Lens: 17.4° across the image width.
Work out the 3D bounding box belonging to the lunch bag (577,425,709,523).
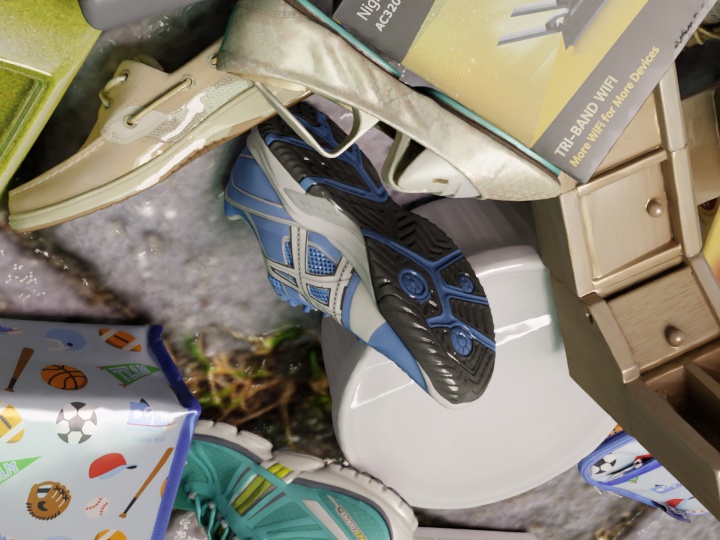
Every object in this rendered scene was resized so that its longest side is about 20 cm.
[{"bbox_3d":[0.235,0.091,1.527,0.200,0.076,0.160,-31,144,31],"label":"lunch bag"}]

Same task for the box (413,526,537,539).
[{"bbox_3d":[0.035,0.296,1.571,0.198,0.200,0.172,7,129,-27],"label":"box"}]

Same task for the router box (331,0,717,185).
[{"bbox_3d":[0.103,-0.169,1.171,0.157,0.052,0.200,32,105,-8],"label":"router box"}]

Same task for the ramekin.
[{"bbox_3d":[0.067,0.042,1.428,0.202,0.094,0.203,-12,134,-13],"label":"ramekin"}]

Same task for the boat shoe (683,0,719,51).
[{"bbox_3d":[0.191,-0.166,1.311,0.200,0.066,0.074,-44,132,18],"label":"boat shoe"}]

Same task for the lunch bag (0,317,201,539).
[{"bbox_3d":[-0.203,0.130,1.369,0.169,0.124,0.201,4,119,-20],"label":"lunch bag"}]

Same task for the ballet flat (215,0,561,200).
[{"bbox_3d":[0.012,-0.076,1.225,0.200,0.067,0.062,32,86,-14],"label":"ballet flat"}]

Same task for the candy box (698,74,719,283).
[{"bbox_3d":[0.266,-0.068,1.442,0.116,0.057,0.200,-3,130,-20],"label":"candy box"}]

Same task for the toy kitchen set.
[{"bbox_3d":[0.207,-0.015,1.271,0.163,0.180,0.200,-23,124,-14],"label":"toy kitchen set"}]

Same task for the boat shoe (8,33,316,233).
[{"bbox_3d":[-0.108,-0.085,1.264,0.200,0.072,0.065,-29,96,4],"label":"boat shoe"}]

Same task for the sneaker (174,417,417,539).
[{"bbox_3d":[-0.065,0.145,1.416,0.080,0.199,0.078,-61,150,-27],"label":"sneaker"}]

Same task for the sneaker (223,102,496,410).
[{"bbox_3d":[0.000,0.000,1.314,0.076,0.200,0.077,-20,158,-49],"label":"sneaker"}]

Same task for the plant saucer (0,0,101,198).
[{"bbox_3d":[-0.251,-0.079,1.213,0.199,0.048,0.200,16,122,-34],"label":"plant saucer"}]

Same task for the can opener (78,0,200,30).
[{"bbox_3d":[-0.049,-0.161,1.223,0.199,0.053,0.067,-18,134,-5],"label":"can opener"}]
